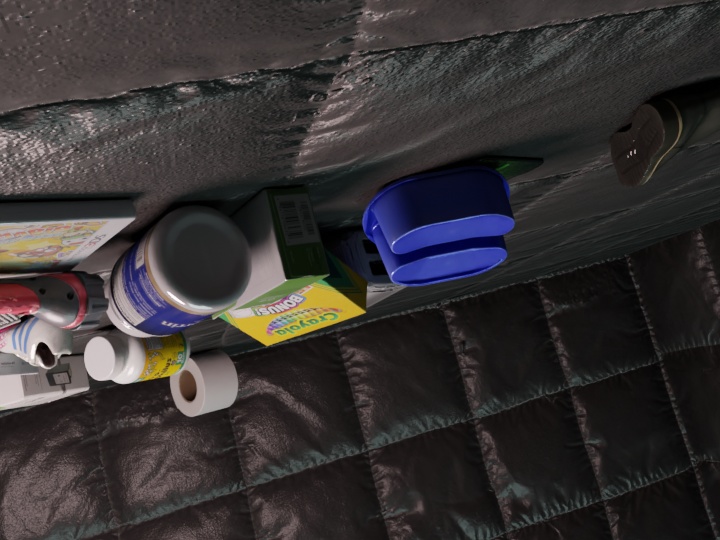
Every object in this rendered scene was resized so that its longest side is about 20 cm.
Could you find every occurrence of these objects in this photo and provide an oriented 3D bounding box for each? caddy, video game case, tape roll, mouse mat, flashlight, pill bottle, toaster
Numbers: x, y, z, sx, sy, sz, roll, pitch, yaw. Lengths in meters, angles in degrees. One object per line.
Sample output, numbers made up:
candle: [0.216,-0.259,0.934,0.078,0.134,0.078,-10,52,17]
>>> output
caddy: [0.104,-0.064,0.924,0.198,0.106,0.142,-10,146,-6]
video game case: [-0.341,-0.023,0.672,0.199,0.023,0.182,-7,168,-44]
tape roll: [-0.523,0.373,2.383,0.202,0.204,0.139,-23,170,42]
mouse mat: [0.140,-0.117,1.000,0.160,0.008,0.199,-7,169,-45]
flashlight: [-0.354,0.034,0.724,0.067,0.068,0.200,-18,173,27]
pill bottle: [-0.215,0.010,0.809,0.115,0.117,0.200,-9,170,-38]
pill bottle: [-0.447,0.166,1.435,0.112,0.114,0.200,-19,171,26]
toaster: [0.000,0.000,1.152,0.129,0.114,0.199,-25,165,40]

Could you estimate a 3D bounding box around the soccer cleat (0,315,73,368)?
soccer cleat: [-0.495,0.112,1.073,0.199,0.087,0.070,-22,169,41]

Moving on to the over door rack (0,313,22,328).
over door rack: [-0.485,0.066,0.795,0.199,0.067,0.148,-35,178,-18]

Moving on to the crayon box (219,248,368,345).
crayon box: [-0.119,0.028,1.029,0.199,0.059,0.172,-20,138,32]

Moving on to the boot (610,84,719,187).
boot: [0.410,-0.173,0.906,0.137,0.078,0.200,-20,173,-1]

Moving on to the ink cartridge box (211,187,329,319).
ink cartridge box: [-0.122,-0.015,0.848,0.059,0.105,0.200,-8,169,-37]

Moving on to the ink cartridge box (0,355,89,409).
ink cartridge box: [-0.726,0.249,1.573,0.145,0.085,0.200,-17,171,18]

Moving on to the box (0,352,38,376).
box: [-0.637,0.151,1.122,0.155,0.042,0.200,-3,173,12]
